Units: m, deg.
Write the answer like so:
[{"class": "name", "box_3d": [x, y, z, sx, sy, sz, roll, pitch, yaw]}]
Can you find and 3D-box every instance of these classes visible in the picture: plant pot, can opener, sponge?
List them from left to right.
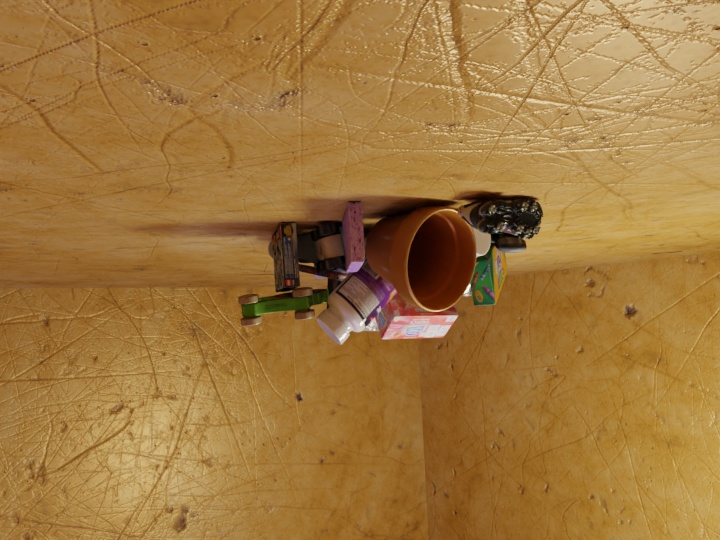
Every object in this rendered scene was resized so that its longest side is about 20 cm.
[{"class": "sponge", "box_3d": [-0.015, -0.062, 1.185, 0.029, 0.115, 0.200, -3, 175, -5]}, {"class": "plant pot", "box_3d": [0.109, -0.036, 1.216, 0.196, 0.207, 0.181, 1, -171, -37]}, {"class": "can opener", "box_3d": [0.304, -0.090, 1.419, 0.193, 0.065, 0.079, 7, -158, -1]}]

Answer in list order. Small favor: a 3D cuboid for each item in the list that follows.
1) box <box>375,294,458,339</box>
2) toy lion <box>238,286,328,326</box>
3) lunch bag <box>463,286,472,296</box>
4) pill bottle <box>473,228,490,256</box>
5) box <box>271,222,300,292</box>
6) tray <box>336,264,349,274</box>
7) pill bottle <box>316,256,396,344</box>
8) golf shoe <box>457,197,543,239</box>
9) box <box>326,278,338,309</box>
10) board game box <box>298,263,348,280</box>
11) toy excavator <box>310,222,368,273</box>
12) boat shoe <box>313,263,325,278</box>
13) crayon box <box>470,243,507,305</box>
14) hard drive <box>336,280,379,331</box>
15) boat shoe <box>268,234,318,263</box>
[{"class": "box", "box_3d": [0.144, 0.113, 1.555, 0.194, 0.096, 0.104, 1, 139, -24]}, {"class": "toy lion", "box_3d": [-0.171, 0.072, 1.366, 0.193, 0.071, 0.192, -7, -176, 0]}, {"class": "lunch bag", "box_3d": [0.209, -0.015, 1.534, 0.194, 0.174, 0.139, -1, 175, -26]}, {"class": "pill bottle", "box_3d": [0.194, -0.062, 1.330, 0.107, 0.113, 0.197, 1, 174, -38]}, {"class": "box", "box_3d": [-0.176, -0.025, 1.368, 0.039, 0.142, 0.200, -3, 175, -14]}, {"class": "tray", "box_3d": [0.000, 0.000, 1.510, 0.104, 0.023, 0.199, -2, 173, -19]}, {"class": "pill bottle", "box_3d": [-0.006, 0.067, 1.340, 0.200, 0.112, 0.111, -46, -173, -15]}, {"class": "golf shoe", "box_3d": [0.280, -0.111, 1.155, 0.196, 0.080, 0.087, 4, -167, -36]}, {"class": "box", "box_3d": [0.015, 0.062, 1.730, 0.191, 0.122, 0.199, 0, 180, -18]}, {"class": "board game box", "box_3d": [-0.102, 0.003, 1.479, 0.196, 0.020, 0.102, 12, -179, 37]}, {"class": "toy excavator", "box_3d": [-0.019, -0.061, 1.393, 0.194, 0.103, 0.194, -11, 179, -18]}, {"class": "boat shoe", "box_3d": [-0.079, -0.052, 1.554, 0.070, 0.070, 0.201, -6, 156, -25]}, {"class": "crayon box", "box_3d": [0.323, -0.012, 1.490, 0.057, 0.122, 0.200, -4, -157, 25]}, {"class": "hard drive", "box_3d": [0.021, 0.094, 1.586, 0.195, 0.144, 0.038, 4, -158, -27]}, {"class": "boat shoe", "box_3d": [-0.140, -0.050, 1.498, 0.194, 0.074, 0.065, -3, 176, 26]}]
